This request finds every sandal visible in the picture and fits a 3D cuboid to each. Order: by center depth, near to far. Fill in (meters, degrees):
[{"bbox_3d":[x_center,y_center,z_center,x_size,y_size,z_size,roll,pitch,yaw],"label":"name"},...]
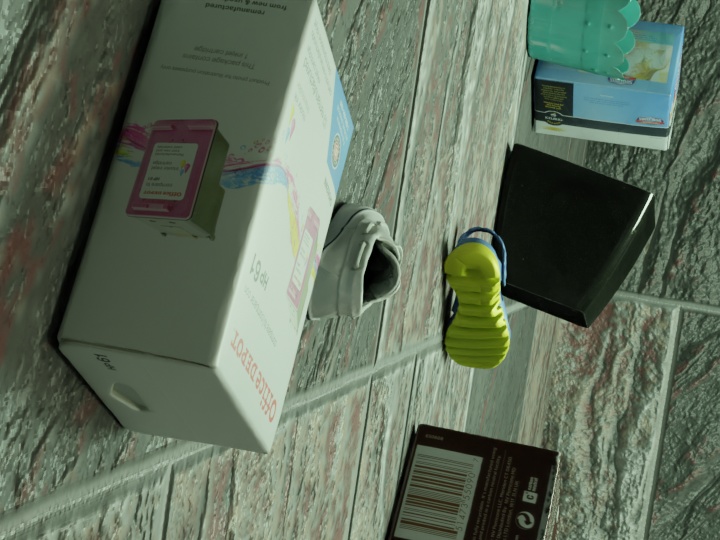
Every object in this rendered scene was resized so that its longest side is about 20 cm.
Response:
[{"bbox_3d":[0.138,0.029,1.823,0.088,0.078,0.202,-73,167,-47],"label":"sandal"}]

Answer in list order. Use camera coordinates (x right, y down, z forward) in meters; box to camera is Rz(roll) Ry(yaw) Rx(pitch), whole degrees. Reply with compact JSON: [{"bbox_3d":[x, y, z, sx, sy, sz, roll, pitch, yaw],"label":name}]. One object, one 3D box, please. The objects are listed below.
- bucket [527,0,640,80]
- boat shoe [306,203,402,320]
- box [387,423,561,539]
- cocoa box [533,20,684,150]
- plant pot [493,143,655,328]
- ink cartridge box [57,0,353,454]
[{"bbox_3d":[0.307,-0.367,2.151,0.207,0.133,0.210,10,90,-77],"label":"bucket"},{"bbox_3d":[0.000,0.000,1.198,0.200,0.065,0.074,-50,146,-67],"label":"boat shoe"},{"bbox_3d":[0.129,0.296,1.761,0.201,0.162,0.167,78,25,-59],"label":"box"},{"bbox_3d":[0.355,-0.273,2.285,0.132,0.198,0.135,78,24,-57],"label":"cocoa box"},{"bbox_3d":[0.277,-0.034,2.159,0.200,0.198,0.179,45,66,-75],"label":"plant pot"},{"bbox_3d":[-0.072,-0.023,0.818,0.145,0.084,0.202,70,33,-66],"label":"ink cartridge box"}]
